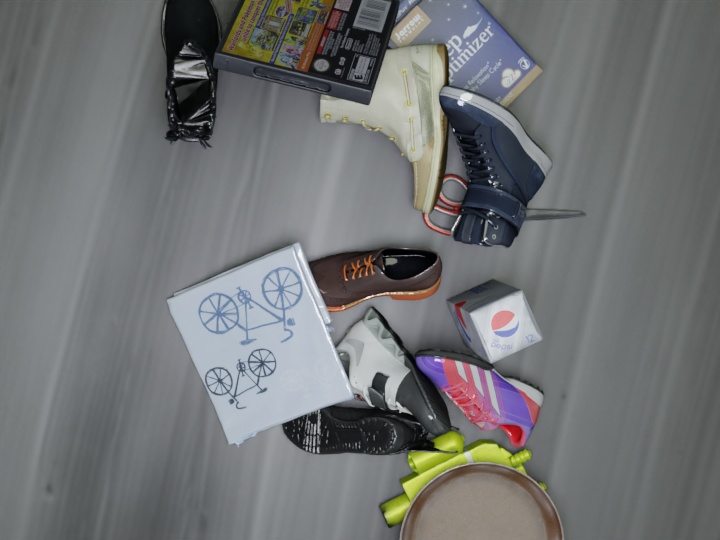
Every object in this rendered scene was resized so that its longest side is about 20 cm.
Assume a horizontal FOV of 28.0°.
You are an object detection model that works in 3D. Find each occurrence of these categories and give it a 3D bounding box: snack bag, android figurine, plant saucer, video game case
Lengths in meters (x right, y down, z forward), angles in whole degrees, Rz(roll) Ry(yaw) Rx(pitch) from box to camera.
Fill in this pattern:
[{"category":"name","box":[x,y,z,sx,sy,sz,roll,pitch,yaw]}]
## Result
[{"category":"snack bag","box":[-0.114,0.090,1.716,0.187,0.021,0.202,-22,94,20]},{"category":"android figurine","box":[0.129,0.287,1.769,0.198,0.041,0.184,-23,94,-2]},{"category":"plant saucer","box":[0.144,0.327,1.736,0.198,0.032,0.203,0,94,-2]},{"category":"video game case","box":[-0.058,-0.272,1.653,0.179,0.201,0.026,14,131,2]}]

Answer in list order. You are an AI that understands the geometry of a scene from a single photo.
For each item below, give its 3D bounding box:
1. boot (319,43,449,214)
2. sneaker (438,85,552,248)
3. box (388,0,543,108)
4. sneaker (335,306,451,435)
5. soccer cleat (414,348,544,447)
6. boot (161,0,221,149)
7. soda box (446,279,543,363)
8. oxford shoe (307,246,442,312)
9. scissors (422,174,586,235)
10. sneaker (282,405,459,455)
[{"category":"boot","box":[0.028,-0.171,1.719,0.153,0.072,0.203,3,105,7]},{"category":"sneaker","box":[0.137,-0.111,1.685,0.202,0.077,0.147,38,76,-39]},{"category":"box","box":[0.111,-0.270,1.747,0.121,0.032,0.200,-45,94,-2]},{"category":"sneaker","box":[0.035,0.138,1.699,0.088,0.200,0.074,-40,136,3]},{"category":"soccer cleat","box":[0.139,0.148,1.713,0.199,0.068,0.074,27,73,-36]},{"category":"boot","box":[-0.195,-0.237,1.655,0.072,0.162,0.201,-1,92,-5]},{"category":"soda box","box":[0.153,0.057,1.679,0.068,0.200,0.064,-24,95,-2]},{"category":"oxford shoe","box":[0.000,0.000,1.718,0.197,0.073,0.072,-8,66,-7]},{"category":"scissors","box":[0.175,-0.063,1.772,0.198,0.014,0.074,15,89,-7]},{"category":"sneaker","box":[0.012,0.193,1.737,0.198,0.104,0.061,4,90,32]}]
